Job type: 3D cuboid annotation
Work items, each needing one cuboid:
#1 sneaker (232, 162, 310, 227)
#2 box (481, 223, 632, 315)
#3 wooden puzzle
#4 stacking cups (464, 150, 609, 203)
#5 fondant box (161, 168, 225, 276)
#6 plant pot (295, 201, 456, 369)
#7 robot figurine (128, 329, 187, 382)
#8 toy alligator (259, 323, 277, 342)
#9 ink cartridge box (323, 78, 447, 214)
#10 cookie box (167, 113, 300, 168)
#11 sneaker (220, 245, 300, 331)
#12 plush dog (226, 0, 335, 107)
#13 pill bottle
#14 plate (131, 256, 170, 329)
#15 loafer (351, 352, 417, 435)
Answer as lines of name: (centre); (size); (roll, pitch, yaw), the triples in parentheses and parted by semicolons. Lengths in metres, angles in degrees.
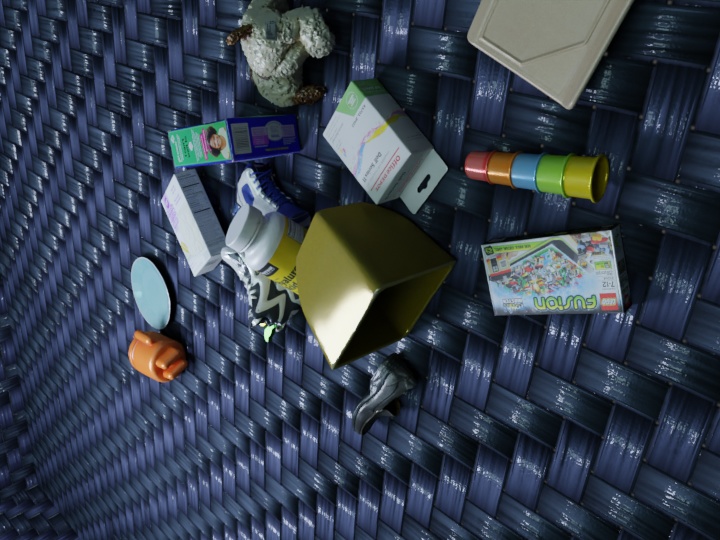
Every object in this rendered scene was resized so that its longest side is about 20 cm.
sneaker: (-0.189, -0.150, 1.216); (0.196, 0.079, 0.119); (21, 121, 39)
box: (0.270, 0.004, 0.865); (0.196, 0.034, 0.114); (-6, 101, 44)
wooden puzzle: (0.241, -0.336, 0.774); (0.200, 0.037, 0.188); (46, 132, 27)
stacking cups: (0.230, -0.136, 0.834); (0.196, 0.060, 0.063); (16, 116, 39)
fondant box: (-0.382, -0.107, 1.416); (0.144, 0.057, 0.205); (-33, 80, 55)
plant pot: (0.000, 0.000, 1.021); (0.201, 0.191, 0.198); (51, 133, 23)
robot figurine: (-0.556, 0.235, 1.682); (0.196, 0.142, 0.120); (13, 84, 39)
toy alligator: (-0.180, 0.051, 1.296); (0.053, 0.059, 0.208); (4, 96, 31)
ink cartridge box: (0.037, -0.194, 0.992); (0.202, 0.066, 0.118); (52, 133, 16)
cookie box: (-0.241, -0.245, 1.168); (0.196, 0.169, 0.078); (2, 105, 42)
sneaker: (-0.214, 0.046, 1.228); (0.196, 0.132, 0.079); (34, 161, -11)
plush dog: (-0.147, -0.365, 1.071); (0.198, 0.160, 0.174); (36, 153, 30)
pill bottle: (-0.141, -0.036, 1.118); (0.111, 0.197, 0.114); (-39, 34, 34)
plate: (-0.572, 0.061, 1.697); (0.196, 0.025, 0.207); (17, 115, 38)
loafer: (0.041, 0.249, 1.149); (0.072, 0.072, 0.203); (39, 130, 20)
